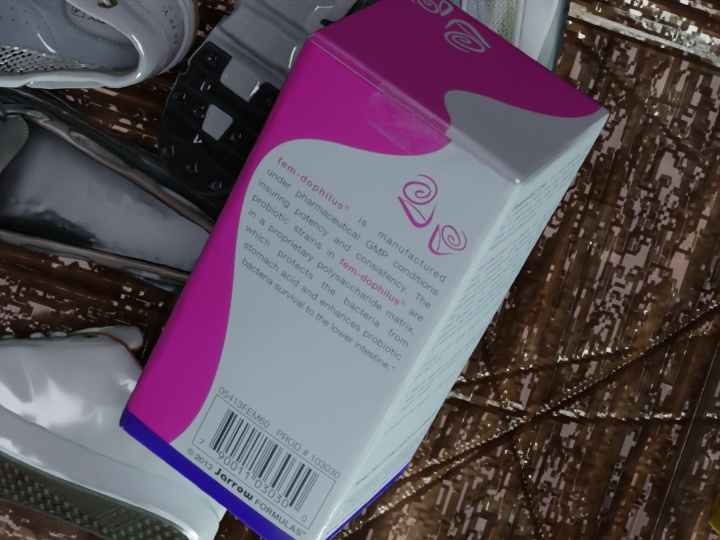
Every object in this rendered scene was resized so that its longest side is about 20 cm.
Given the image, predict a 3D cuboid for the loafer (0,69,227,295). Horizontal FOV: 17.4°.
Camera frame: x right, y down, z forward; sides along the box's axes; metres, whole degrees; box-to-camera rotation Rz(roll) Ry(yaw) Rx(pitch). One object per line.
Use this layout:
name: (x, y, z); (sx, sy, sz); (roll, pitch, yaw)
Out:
loafer: (-0.138, -0.041, 1.003); (0.199, 0.063, 0.072); (19, 95, -7)

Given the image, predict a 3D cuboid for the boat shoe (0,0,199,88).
boat shoe: (-0.170, -0.113, 0.969); (0.198, 0.069, 0.071); (7, 115, 12)

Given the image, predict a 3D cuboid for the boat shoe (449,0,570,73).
boat shoe: (0.046, -0.068, 1.013); (0.064, 0.074, 0.204); (14, 99, 6)

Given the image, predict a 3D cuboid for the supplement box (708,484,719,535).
supplement box: (0.286, 0.062, 1.016); (0.199, 0.133, 0.199); (17, 95, -6)

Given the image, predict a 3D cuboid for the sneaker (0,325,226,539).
sneaker: (-0.144, 0.053, 1.024); (0.199, 0.073, 0.085); (24, 61, 0)

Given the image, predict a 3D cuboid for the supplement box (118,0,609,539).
supplement box: (0.000, 0.000, 0.944); (0.101, 0.103, 0.201); (36, 122, 12)

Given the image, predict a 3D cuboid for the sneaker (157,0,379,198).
sneaker: (-0.009, -0.118, 0.993); (0.066, 0.090, 0.201); (37, 101, 18)
